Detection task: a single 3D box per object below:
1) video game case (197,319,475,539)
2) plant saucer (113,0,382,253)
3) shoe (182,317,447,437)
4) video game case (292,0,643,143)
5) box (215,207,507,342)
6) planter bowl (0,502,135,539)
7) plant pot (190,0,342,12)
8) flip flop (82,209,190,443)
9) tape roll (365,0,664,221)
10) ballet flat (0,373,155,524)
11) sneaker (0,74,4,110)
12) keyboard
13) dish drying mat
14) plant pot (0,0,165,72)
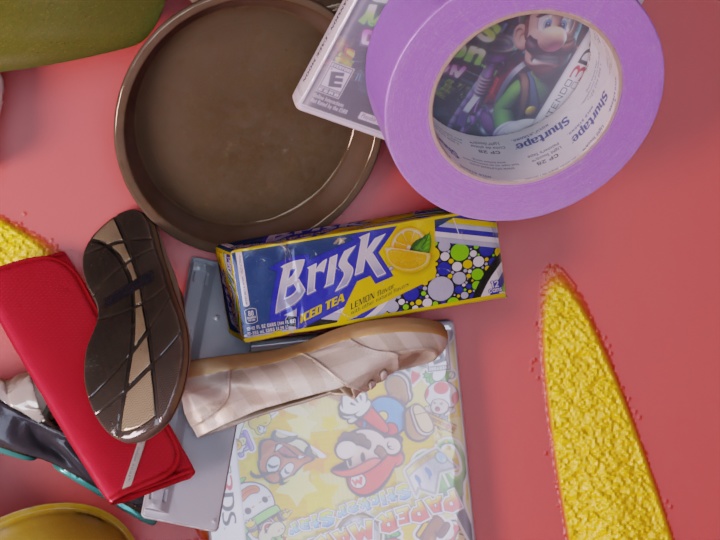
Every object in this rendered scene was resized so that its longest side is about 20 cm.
[{"bbox_3d":[-0.020,0.137,1.386,0.200,0.023,0.182,-6,93,-6],"label":"video game case"},{"bbox_3d":[-0.081,-0.108,1.338,0.200,0.029,0.200,-6,112,-15],"label":"plant saucer"},{"bbox_3d":[-0.032,0.077,1.329,0.200,0.070,0.053,-11,75,-8],"label":"shoe"},{"bbox_3d":[0.079,-0.162,1.316,0.200,0.023,0.182,18,118,-24],"label":"video game case"},{"bbox_3d":[0.000,0.000,1.348,0.200,0.064,0.070,-10,97,-14],"label":"box"},{"bbox_3d":[-0.219,0.268,1.286,0.200,0.083,0.201,-22,130,-29],"label":"planter bowl"},{"bbox_3d":[-0.039,-0.264,1.312,0.201,0.201,0.093,-5,52,-5],"label":"plant pot"},{"bbox_3d":[-0.154,0.040,1.308,0.081,0.200,0.058,-28,134,10],"label":"flip flop"},{"bbox_3d":[0.107,-0.134,1.290,0.200,0.066,0.200,-8,127,-10],"label":"tape roll"},{"bbox_3d":[-0.218,0.114,1.337,0.200,0.073,0.073,26,89,-12],"label":"ballet flat"},{"bbox_3d":[-0.349,-0.139,1.325,0.200,0.078,0.100,19,81,-12],"label":"sneaker"},{"bbox_3d":[-0.113,0.088,1.344,0.056,0.011,0.200,15,68,-16],"label":"keyboard"},{"bbox_3d":[-0.195,0.072,1.312,0.077,0.018,0.200,-18,65,-36],"label":"dish drying mat"},{"bbox_3d":[-0.240,-0.212,1.273,0.200,0.187,0.187,5,92,-36],"label":"plant pot"}]
